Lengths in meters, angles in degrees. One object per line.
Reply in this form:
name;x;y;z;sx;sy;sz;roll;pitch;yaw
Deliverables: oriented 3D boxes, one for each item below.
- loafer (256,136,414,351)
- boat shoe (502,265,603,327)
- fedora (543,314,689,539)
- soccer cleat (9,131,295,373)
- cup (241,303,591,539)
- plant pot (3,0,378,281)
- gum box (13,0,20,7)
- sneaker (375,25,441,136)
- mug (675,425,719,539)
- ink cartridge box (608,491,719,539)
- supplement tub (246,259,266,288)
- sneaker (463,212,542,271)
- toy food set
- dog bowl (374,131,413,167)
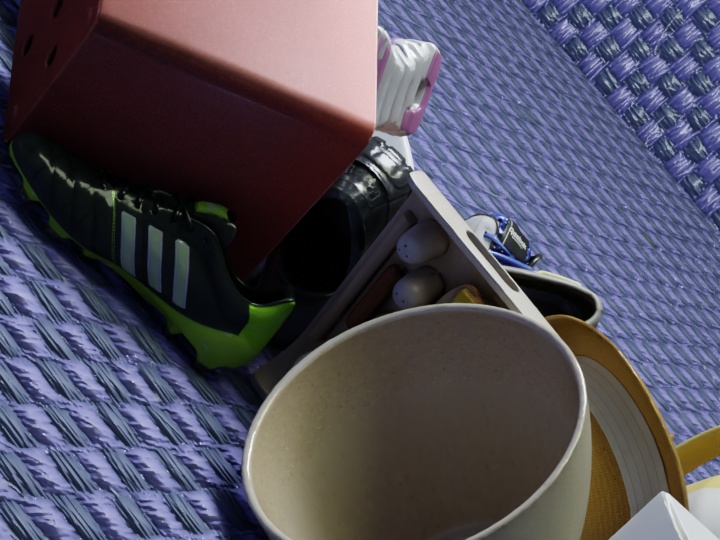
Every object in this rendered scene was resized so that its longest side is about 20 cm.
loafer;-0.030;-0.009;1.777;0.068;0.201;0.070;43;50;8
boat shoe;0.078;0.026;2.031;0.200;0.060;0.073;7;60;-19
fedora;0.126;0.129;1.732;0.081;0.201;0.201;-16;51;-23
soccer cleat;-0.125;-0.024;1.692;0.200;0.081;0.068;43;14;-16
cup;0.048;0.139;1.592;0.201;0.199;0.144;-115;-177;-52
plant pot;-0.114;-0.134;1.750;0.175;0.200;0.201;21;48;-23
gum box;-0.193;-0.193;2.035;0.200;0.045;0.170;47;15;4
sneaker;-0.016;-0.137;1.918;0.088;0.081;0.200;23;7;17
mug;0.213;0.190;1.833;0.149;0.153;0.188;7;59;-44
ink cartridge box;0.149;0.243;1.517;0.145;0.200;0.088;40;15;-22
supplement tub;0.000;0.000;1.913;0.200;0.123;0.123;45;14;-6
sneaker;0.083;0.018;2.122;0.080;0.115;0.200;37;18;-29
toy food set;0.027;0.056;1.693;0.144;0.200;0.060;50;40;14
dog bowl;-0.041;-0.109;2.056;0.200;0.078;0.201;52;25;-36
